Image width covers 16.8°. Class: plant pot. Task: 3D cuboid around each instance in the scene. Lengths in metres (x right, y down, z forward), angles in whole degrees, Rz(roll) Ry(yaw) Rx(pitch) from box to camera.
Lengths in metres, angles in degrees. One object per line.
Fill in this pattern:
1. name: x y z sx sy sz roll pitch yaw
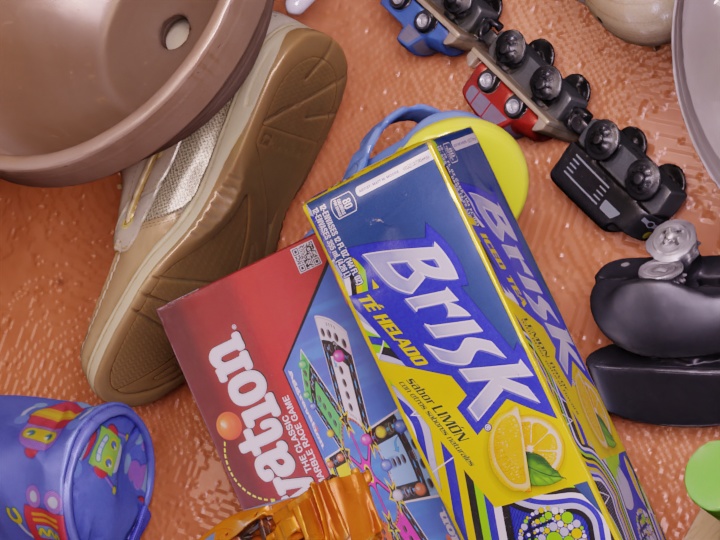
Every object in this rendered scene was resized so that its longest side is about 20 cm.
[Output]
1. plant pot: -0.107 -0.125 1.105 0.200 0.093 0.203 -12 67 29

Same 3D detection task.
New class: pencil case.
1. pencil case: -0.188 0.100 1.175 0.199 0.087 0.078 2 45 31

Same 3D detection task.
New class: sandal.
1. sandal: 0.000 0.000 1.108 0.200 0.079 0.087 -47 23 17

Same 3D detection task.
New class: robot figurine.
1. robot figurine: -0.045 0.171 1.040 0.200 0.058 0.146 -41 67 42

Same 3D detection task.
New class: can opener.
1. can opener: 0.185 0.015 1.001 0.198 0.079 0.064 -6 33 26

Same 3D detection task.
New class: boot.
1. boot: -0.108 -0.051 1.180 0.155 0.073 0.201 33 100 38

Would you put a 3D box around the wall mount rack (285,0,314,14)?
1. wall mount rack: -0.022 -0.226 1.184 0.200 0.074 0.175 34 113 35

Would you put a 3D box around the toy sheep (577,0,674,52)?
1. toy sheep: 0.132 -0.184 1.047 0.137 0.138 0.201 -4 58 29

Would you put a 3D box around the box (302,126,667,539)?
1. box: 0.054 0.045 1.006 0.064 0.070 0.201 -26 90 19

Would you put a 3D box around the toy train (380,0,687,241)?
1. toy train: 0.072 -0.082 1.107 0.200 0.034 0.046 48 113 31

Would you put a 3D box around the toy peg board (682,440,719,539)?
1. toy peg board: 0.221 0.056 0.833 0.199 0.098 0.201 30 88 35

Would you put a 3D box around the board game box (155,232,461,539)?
1. board game box: -0.005 0.088 1.057 0.102 0.019 0.201 -25 89 23

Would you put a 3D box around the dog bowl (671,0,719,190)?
1. dog bowl: 0.217 -0.098 0.951 0.198 0.059 0.202 0 104 1
